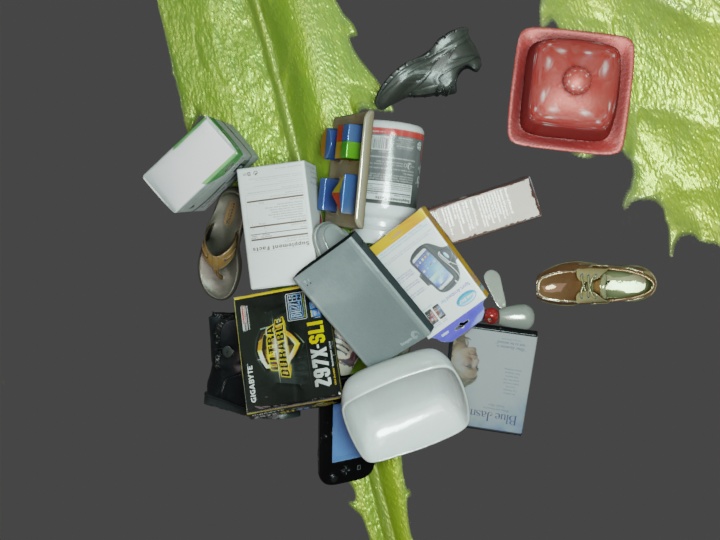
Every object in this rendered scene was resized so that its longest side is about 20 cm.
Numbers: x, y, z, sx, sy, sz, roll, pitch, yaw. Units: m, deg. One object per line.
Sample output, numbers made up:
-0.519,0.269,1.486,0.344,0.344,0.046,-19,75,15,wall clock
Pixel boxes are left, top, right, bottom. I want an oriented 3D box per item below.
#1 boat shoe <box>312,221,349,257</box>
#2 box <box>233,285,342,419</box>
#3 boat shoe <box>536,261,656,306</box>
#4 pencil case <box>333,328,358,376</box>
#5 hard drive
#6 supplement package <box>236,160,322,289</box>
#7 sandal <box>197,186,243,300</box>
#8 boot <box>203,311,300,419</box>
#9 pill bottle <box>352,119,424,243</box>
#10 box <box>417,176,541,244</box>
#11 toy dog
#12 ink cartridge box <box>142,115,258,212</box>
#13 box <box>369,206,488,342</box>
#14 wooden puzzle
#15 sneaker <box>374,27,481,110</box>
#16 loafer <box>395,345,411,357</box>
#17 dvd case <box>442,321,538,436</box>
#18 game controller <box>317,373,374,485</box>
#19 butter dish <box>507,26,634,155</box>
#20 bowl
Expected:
-0.001,0.001,1.616,0.074,0.065,0.203,-37,94,-37,boat shoe
-0.118,0.131,1.629,0.158,0.049,0.202,-9,69,0,box
0.391,0.020,1.644,0.198,0.074,0.076,-5,91,7,boat shoe
-0.043,0.131,1.695,0.089,0.078,0.201,27,95,-16,pencil case
0.005,0.051,1.579,0.139,0.033,0.200,-34,101,34,hard drive
-0.128,-0.075,1.678,0.119,0.121,0.202,-7,91,7,supplement package
-0.238,-0.045,1.720,0.081,0.055,0.202,19,104,7,sandal
-0.185,0.158,1.693,0.199,0.076,0.170,7,94,33,boot
0.041,-0.144,1.660,0.115,0.116,0.202,6,93,6,pill bottle
0.194,-0.094,1.650,0.198,0.100,0.076,-16,93,6,box
0.185,0.056,1.665,0.199,0.097,0.132,27,119,-5,toy dog
-0.260,-0.174,1.654,0.146,0.200,0.084,-42,90,7,ink cartridge box
0.113,0.013,1.586,0.119,0.041,0.201,-36,91,16,box
-0.031,-0.164,1.626,0.046,0.200,0.187,4,92,-17,wooden puzzle
0.115,-0.323,1.671,0.199,0.076,0.091,-33,95,9,sneaker
0.054,0.119,1.685,0.068,0.076,0.202,9,93,0,loafer
0.212,0.181,1.657,0.141,0.018,0.202,7,117,6,dvd case
-0.022,0.268,1.680,0.103,0.042,0.202,-4,110,-15,game controller
0.344,-0.298,1.605,0.198,0.148,0.202,7,93,7,butter dish
0.069,0.209,1.611,0.198,0.200,0.075,-19,46,1,bowl
